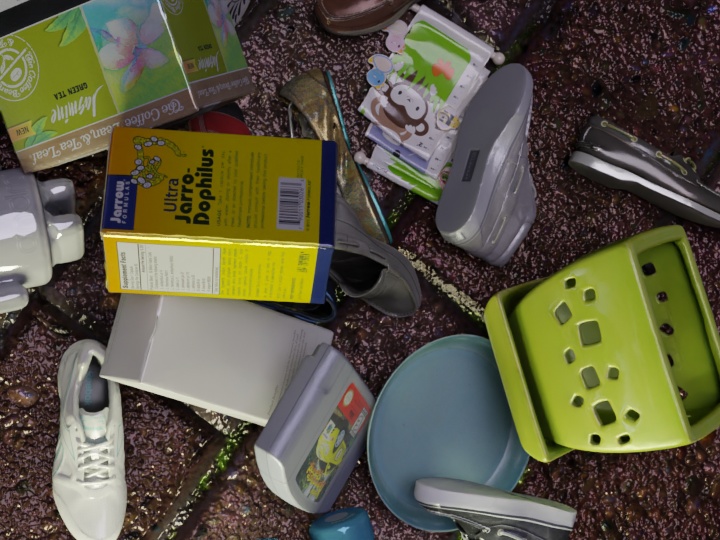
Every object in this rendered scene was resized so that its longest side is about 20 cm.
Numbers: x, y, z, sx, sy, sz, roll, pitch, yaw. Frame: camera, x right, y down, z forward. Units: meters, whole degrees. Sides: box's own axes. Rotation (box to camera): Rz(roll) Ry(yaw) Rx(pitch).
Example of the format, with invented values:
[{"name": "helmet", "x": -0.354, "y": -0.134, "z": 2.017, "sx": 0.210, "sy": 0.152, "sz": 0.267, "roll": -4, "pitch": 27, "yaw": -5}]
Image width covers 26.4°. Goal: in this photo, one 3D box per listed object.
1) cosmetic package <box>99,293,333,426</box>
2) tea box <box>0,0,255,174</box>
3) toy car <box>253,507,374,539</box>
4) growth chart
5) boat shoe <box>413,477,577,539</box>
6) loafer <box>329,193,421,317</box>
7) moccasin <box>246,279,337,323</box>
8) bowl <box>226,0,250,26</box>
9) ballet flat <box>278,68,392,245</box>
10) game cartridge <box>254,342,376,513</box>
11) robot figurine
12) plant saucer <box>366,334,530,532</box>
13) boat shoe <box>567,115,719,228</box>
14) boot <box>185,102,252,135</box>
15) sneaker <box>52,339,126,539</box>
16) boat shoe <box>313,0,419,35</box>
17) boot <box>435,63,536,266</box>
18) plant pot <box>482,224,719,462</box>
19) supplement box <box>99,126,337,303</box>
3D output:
[{"name": "cosmetic package", "x": -0.134, "y": 0.079, "z": 1.457, "sx": 0.199, "sy": 0.085, "sz": 0.108, "roll": 23, "pitch": 77, "yaw": -34}, {"name": "tea box", "x": -0.235, "y": -0.218, "z": 1.423, "sx": 0.199, "sy": 0.134, "sz": 0.198, "roll": -17, "pitch": 98, "yaw": 24}, {"name": "toy car", "x": -0.020, "y": 0.341, "z": 1.419, "sx": 0.176, "sy": 0.200, "sz": 0.186, "roll": -17, "pitch": 96, "yaw": -15}, {"name": "growth chart", "x": 0.068, "y": -0.176, "z": 1.609, "sx": 0.144, "sy": 0.018, "sz": 0.201, "roll": 22, "pitch": 78, "yaw": -10}, {"name": "boat shoe", "x": 0.131, "y": 0.252, "z": 1.528, "sx": 0.199, "sy": 0.072, "sz": 0.068, "roll": 17, "pitch": 89, "yaw": -38}, {"name": "loafer", "x": 0.000, "y": 0.000, "z": 1.499, "sx": 0.200, "sy": 0.070, "sz": 0.070, "roll": 41, "pitch": 36, "yaw": -46}, {"name": "moccasin", "x": -0.098, "y": -0.010, "z": 1.455, "sx": 0.199, "sy": 0.068, "sz": 0.081, "roll": 22, "pitch": 103, "yaw": -30}, {"name": "bowl", "x": -0.194, "y": -0.320, "z": 1.523, "sx": 0.199, "sy": 0.094, "sz": 0.203, "roll": 2, "pitch": 82, "yaw": -14}, {"name": "ballet flat", "x": -0.031, "y": -0.105, "z": 1.553, "sx": 0.070, "sy": 0.071, "sz": 0.201, "roll": -19, "pitch": 84, "yaw": -15}, {"name": "game cartridge", "x": -0.039, "y": 0.159, "z": 1.456, "sx": 0.041, "sy": 0.200, "sz": 0.134, "roll": 29, "pitch": 78, "yaw": 22}, {"name": "robot figurine", "x": -0.361, "y": -0.032, "z": 1.438, "sx": 0.198, "sy": 0.113, "sz": 0.171, "roll": -12, "pitch": 60, "yaw": -15}, {"name": "plant saucer", "x": 0.088, "y": 0.161, "z": 1.540, "sx": 0.199, "sy": 0.027, "sz": 0.202, "roll": -5, "pitch": 100, "yaw": -28}, {"name": "boat shoe", "x": 0.322, "y": -0.101, "z": 1.633, "sx": 0.200, "sy": 0.072, "sz": 0.061, "roll": 23, "pitch": 83, "yaw": -6}, {"name": "boot", "x": -0.097, "y": -0.094, "z": 1.534, "sx": 0.072, "sy": 0.145, "sz": 0.200, "roll": -35, "pitch": 130, "yaw": 21}, {"name": "sneaker", "x": -0.258, "y": 0.165, "z": 1.458, "sx": 0.070, "sy": 0.080, "sz": 0.202, "roll": -4, "pitch": 86, "yaw": -16}, {"name": "boat shoe", "x": 0.040, "y": -0.309, "z": 1.582, "sx": 0.199, "sy": 0.072, "sz": 0.076, "roll": -30, "pitch": 73, "yaw": -18}, {"name": "boot", "x": 0.148, "y": -0.106, "z": 1.592, "sx": 0.095, "sy": 0.073, "sz": 0.201, "roll": 31, "pitch": 77, "yaw": -42}, {"name": "plant pot", "x": 0.241, "y": 0.078, "z": 1.514, "sx": 0.180, "sy": 0.199, "sz": 0.202, "roll": -17, "pitch": 88, "yaw": 28}, {"name": "supplement box", "x": -0.123, "y": -0.047, "z": 1.348, "sx": 0.198, "sy": 0.109, "sz": 0.110, "roll": 3, "pitch": 62, "yaw": -5}]
